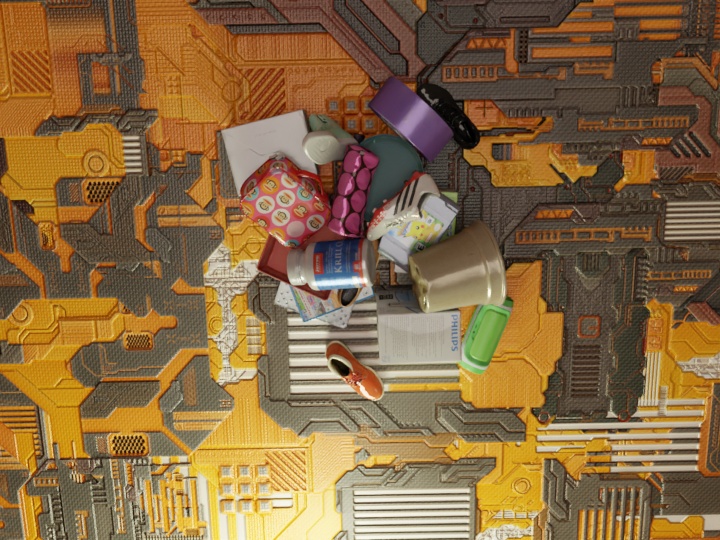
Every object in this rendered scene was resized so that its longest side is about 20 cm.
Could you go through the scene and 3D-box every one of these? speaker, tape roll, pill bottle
[{"bbox_3d":[0.316,0.155,1.752,0.086,0.089,0.205,20,102,-4],"label":"speaker"},{"bbox_3d":[0.115,-0.344,1.584,0.199,0.200,0.085,40,98,-8],"label":"tape roll"},{"bbox_3d":[-0.068,-0.013,1.612,0.194,0.112,0.116,-5,103,12],"label":"pill bottle"}]

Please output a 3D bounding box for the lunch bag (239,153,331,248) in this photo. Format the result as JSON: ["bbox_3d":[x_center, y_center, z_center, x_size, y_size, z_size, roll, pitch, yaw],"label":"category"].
[{"bbox_3d":[-0.162,-0.162,1.584,0.175,0.083,0.199,-38,123,20],"label":"lunch bag"}]

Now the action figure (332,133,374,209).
[{"bbox_3d":[0.002,-0.222,1.671,0.127,0.069,0.206,14,94,12],"label":"action figure"}]

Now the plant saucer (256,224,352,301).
[{"bbox_3d":[-0.130,-0.057,1.695,0.196,0.037,0.204,23,92,5],"label":"plant saucer"}]

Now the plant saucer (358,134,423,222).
[{"bbox_3d":[0.055,-0.211,1.606,0.194,0.027,0.207,1,92,19],"label":"plant saucer"}]

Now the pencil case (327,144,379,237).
[{"bbox_3d":[-0.012,-0.178,1.571,0.091,0.091,0.206,13,96,-16],"label":"pencil case"}]

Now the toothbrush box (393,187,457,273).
[{"bbox_3d":[0.157,-0.099,1.697,0.141,0.086,0.206,3,101,1],"label":"toothbrush box"}]

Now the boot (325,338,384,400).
[{"bbox_3d":[-0.016,0.271,1.768,0.199,0.107,0.075,43,98,-10],"label":"boot"}]

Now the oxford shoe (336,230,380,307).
[{"bbox_3d":[0.000,0.000,1.683,0.070,0.071,0.205,21,99,-3],"label":"oxford shoe"}]

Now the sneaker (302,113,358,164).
[{"bbox_3d":[-0.098,-0.305,1.570,0.118,0.199,0.075,42,113,18],"label":"sneaker"}]

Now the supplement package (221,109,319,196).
[{"bbox_3d":[-0.208,-0.280,1.645,0.194,0.111,0.160,-13,102,3],"label":"supplement package"}]

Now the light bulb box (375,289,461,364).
[{"bbox_3d":[0.137,0.132,1.689,0.194,0.199,0.129,-3,105,0],"label":"light bulb box"}]

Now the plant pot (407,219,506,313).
[{"bbox_3d":[0.210,0.006,1.579,0.179,0.200,0.206,-15,102,-9],"label":"plant pot"}]

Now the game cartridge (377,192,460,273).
[{"bbox_3d":[0.130,-0.102,1.636,0.132,0.041,0.203,33,102,0],"label":"game cartridge"}]

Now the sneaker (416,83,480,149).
[{"bbox_3d":[0.214,-0.369,1.637,0.199,0.091,0.076,40,101,-7],"label":"sneaker"}]

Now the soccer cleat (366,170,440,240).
[{"bbox_3d":[0.093,-0.131,1.546,0.200,0.068,0.086,-45,65,10],"label":"soccer cleat"}]

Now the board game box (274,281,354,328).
[{"bbox_3d":[-0.097,0.020,1.754,0.195,0.026,0.205,19,102,-4],"label":"board game box"}]

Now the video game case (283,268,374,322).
[{"bbox_3d":[-0.078,0.029,1.733,0.195,0.018,0.146,-21,102,4],"label":"video game case"}]
